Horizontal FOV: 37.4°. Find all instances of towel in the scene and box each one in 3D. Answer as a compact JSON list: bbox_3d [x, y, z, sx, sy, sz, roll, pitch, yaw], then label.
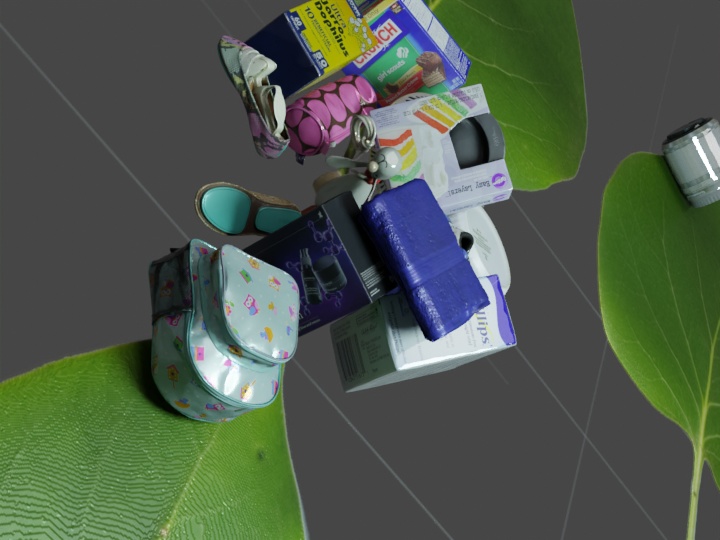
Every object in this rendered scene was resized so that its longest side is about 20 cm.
[{"bbox_3d":[0.082,-0.015,1.391,0.147,0.049,0.202,-25,88,-53],"label":"towel"}]

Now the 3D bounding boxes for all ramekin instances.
[{"bbox_3d":[0.169,-0.024,1.735,0.203,0.093,0.204,47,30,-39],"label":"ramekin"}]

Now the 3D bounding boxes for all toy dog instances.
[{"bbox_3d":[-0.025,-0.121,1.572,0.095,0.201,0.132,-19,59,-36],"label":"toy dog"}]

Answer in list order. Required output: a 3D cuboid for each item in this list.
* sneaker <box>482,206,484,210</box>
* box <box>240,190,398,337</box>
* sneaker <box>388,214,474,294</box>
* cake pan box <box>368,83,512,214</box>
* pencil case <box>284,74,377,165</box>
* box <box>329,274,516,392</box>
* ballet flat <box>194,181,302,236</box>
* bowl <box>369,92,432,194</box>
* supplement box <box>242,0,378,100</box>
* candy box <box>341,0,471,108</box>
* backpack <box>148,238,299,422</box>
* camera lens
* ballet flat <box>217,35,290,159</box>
[{"bbox_3d":[0.169,-0.169,1.908,0.099,0.069,0.203,24,52,-38],"label":"sneaker"},{"bbox_3d":[-0.069,0.003,1.411,0.079,0.199,0.143,-28,91,-53],"label":"box"},{"bbox_3d":[0.097,-0.012,1.563,0.199,0.114,0.081,-38,131,-27],"label":"sneaker"},{"bbox_3d":[0.128,-0.183,1.671,0.052,0.197,0.187,104,-27,-77],"label":"cake pan box"},{"bbox_3d":[-0.043,-0.243,1.678,0.093,0.092,0.200,28,37,15],"label":"pencil case"},{"bbox_3d":[0.085,0.090,1.506,0.197,0.184,0.107,-9,79,-27],"label":"box"},{"bbox_3d":[-0.166,-0.082,1.461,0.199,0.065,0.071,16,95,-50],"label":"ballet flat"},{"bbox_3d":[0.121,-0.190,1.762,0.199,0.094,0.204,-9,105,-35],"label":"bowl"},{"bbox_3d":[-0.078,-0.356,1.679,0.110,0.109,0.200,58,37,-8],"label":"supplement box"},{"bbox_3d":[0.062,-0.368,1.808,0.200,0.168,0.077,46,36,-22],"label":"candy box"},{"bbox_3d":[-0.166,0.078,1.298,0.175,0.152,0.203,28,56,-45],"label":"backpack"},{"bbox_3d":[0.894,-0.287,2.784,0.160,0.159,0.202,-33,96,-53],"label":"camera lens"},{"bbox_3d":[-0.148,-0.267,1.575,0.069,0.071,0.203,-11,79,-51],"label":"ballet flat"}]
